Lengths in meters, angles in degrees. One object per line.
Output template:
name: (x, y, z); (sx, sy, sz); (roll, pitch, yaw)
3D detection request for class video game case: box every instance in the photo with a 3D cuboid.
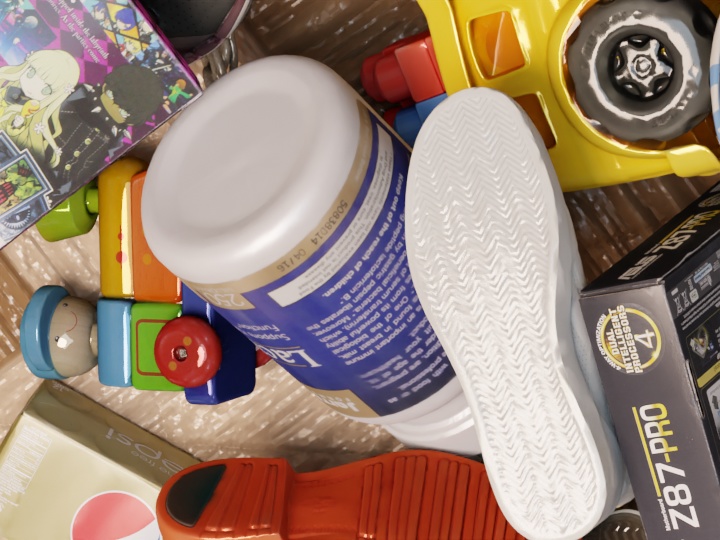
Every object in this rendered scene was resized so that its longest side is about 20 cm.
video game case: (-0.199, -0.102, 1.292); (0.181, 0.036, 0.200); (-38, 106, 4)

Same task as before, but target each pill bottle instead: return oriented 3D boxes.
pill bottle: (0.000, 0.000, 1.367); (0.116, 0.116, 0.200); (-38, 131, 11)

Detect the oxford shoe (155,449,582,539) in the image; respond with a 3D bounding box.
oxford shoe: (0.006, 0.132, 1.396); (0.199, 0.071, 0.073); (4, 130, 12)

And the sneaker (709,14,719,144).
sneaker: (0.191, -0.057, 1.303); (0.072, 0.073, 0.200); (-30, 135, -1)

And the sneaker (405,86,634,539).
sneaker: (0.080, 0.017, 1.333); (0.073, 0.116, 0.201); (-12, 89, 21)

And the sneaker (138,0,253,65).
sneaker: (-0.138, -0.098, 1.354); (0.200, 0.115, 0.076); (-29, 97, 42)

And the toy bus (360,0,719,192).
toy bus: (0.078, -0.128, 1.373); (0.191, 0.136, 0.201); (-15, 100, 24)

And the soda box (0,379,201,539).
soda box: (-0.089, 0.133, 1.466); (0.199, 0.068, 0.064); (30, 104, -3)

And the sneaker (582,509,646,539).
sneaker: (0.087, 0.182, 1.465); (0.199, 0.085, 0.073); (-25, 63, 29)

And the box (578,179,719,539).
box: (0.177, 0.051, 1.359); (0.049, 0.200, 0.162); (-12, 103, 31)

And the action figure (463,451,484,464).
action figure: (0.077, 0.104, 1.440); (0.199, 0.118, 0.055); (-18, 74, 18)

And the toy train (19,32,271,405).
toy train: (-0.107, -0.039, 1.431); (0.115, 0.085, 0.201); (1, 96, 22)
